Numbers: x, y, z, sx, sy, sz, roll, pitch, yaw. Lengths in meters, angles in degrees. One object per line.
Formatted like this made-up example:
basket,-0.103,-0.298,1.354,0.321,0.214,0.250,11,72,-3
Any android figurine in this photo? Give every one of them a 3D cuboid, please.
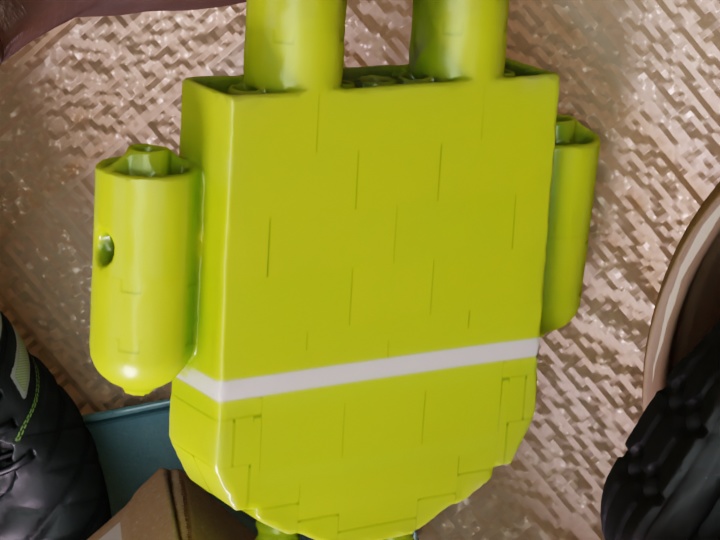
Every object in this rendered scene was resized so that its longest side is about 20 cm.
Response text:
android figurine,0.000,0.000,0.766,0.181,0.041,0.201,-9,111,-32

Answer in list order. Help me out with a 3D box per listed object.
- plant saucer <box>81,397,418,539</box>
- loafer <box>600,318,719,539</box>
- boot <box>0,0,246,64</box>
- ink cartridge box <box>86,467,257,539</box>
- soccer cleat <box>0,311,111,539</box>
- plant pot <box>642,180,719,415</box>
plant saucer,-0.082,0.080,0.858,0.199,0.019,0.070,-12,100,11
loafer,0.145,0.015,0.697,0.070,0.068,0.201,28,104,-17
boot,-0.107,-0.056,0.737,0.185,0.200,0.064,0,129,14
ink cartridge box,-0.075,0.189,0.822,0.200,0.075,0.165,-41,121,14
soccer cleat,-0.144,0.028,0.811,0.067,0.081,0.201,-25,90,11
plant pot,0.190,0.030,0.770,0.200,0.093,0.202,2,102,9
